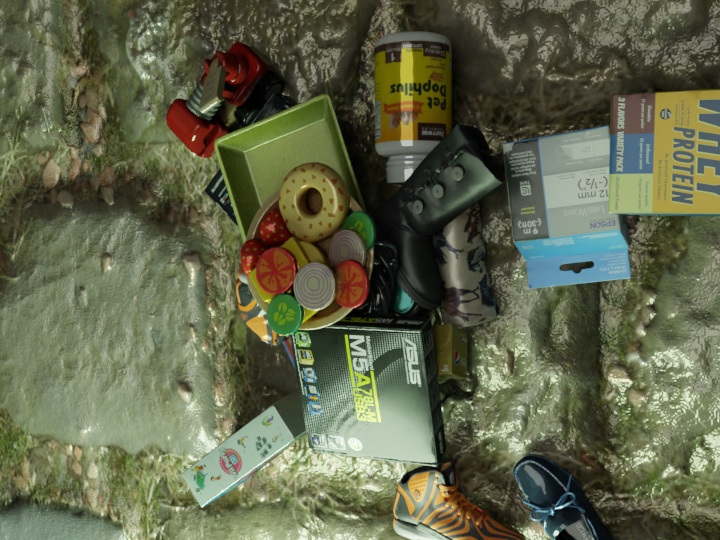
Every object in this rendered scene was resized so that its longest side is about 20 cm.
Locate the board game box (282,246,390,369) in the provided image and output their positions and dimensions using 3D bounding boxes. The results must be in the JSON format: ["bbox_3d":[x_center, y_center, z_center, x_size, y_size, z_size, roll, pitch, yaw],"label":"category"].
[{"bbox_3d":[-0.033,0.058,1.309,0.195,0.056,0.201,-30,81,22],"label":"board game box"}]

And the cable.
[{"bbox_3d":[-0.046,0.010,1.179,0.199,0.051,0.164,14,111,17],"label":"cable"}]

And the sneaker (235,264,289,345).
[{"bbox_3d":[-0.083,0.053,1.268,0.198,0.078,0.113,11,119,9],"label":"sneaker"}]

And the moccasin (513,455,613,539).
[{"bbox_3d":[0.284,0.335,1.180,0.200,0.068,0.081,46,109,15],"label":"moccasin"}]

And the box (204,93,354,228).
[{"bbox_3d":[-0.128,-0.145,1.344,0.159,0.046,0.200,44,109,15],"label":"box"}]

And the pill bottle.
[{"bbox_3d":[0.074,-0.223,1.216,0.108,0.109,0.202,0,94,23],"label":"pill bottle"}]

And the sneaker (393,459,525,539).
[{"bbox_3d":[0.139,0.335,1.231,0.199,0.077,0.113,8,97,23],"label":"sneaker"}]

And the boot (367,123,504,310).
[{"bbox_3d":[0.115,-0.068,1.141,0.200,0.066,0.165,-40,78,28],"label":"boot"}]

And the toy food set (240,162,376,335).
[{"bbox_3d":[-0.068,-0.021,1.118,0.200,0.049,0.199,-39,72,18],"label":"toy food set"}]

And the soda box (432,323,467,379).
[{"bbox_3d":[0.045,0.115,1.201,0.199,0.064,0.068,-4,75,26],"label":"soda box"}]

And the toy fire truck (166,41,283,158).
[{"bbox_3d":[-0.220,-0.249,1.294,0.129,0.200,0.176,46,109,15],"label":"toy fire truck"}]

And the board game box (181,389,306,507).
[{"bbox_3d":[-0.153,0.263,1.326,0.200,0.147,0.064,-38,81,21],"label":"board game box"}]

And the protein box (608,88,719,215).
[{"bbox_3d":[0.406,-0.132,1.026,0.197,0.200,0.136,2,94,23],"label":"protein box"}]

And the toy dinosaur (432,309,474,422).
[{"bbox_3d":[0.104,0.157,1.233,0.101,0.077,0.202,-9,103,3],"label":"toy dinosaur"}]

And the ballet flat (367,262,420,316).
[{"bbox_3d":[0.000,0.000,1.220,0.199,0.064,0.068,36,96,6],"label":"ballet flat"}]

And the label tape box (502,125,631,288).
[{"bbox_3d":[0.275,-0.081,1.161,0.142,0.066,0.202,-6,89,24],"label":"label tape box"}]

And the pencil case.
[{"bbox_3d":[0.142,-0.022,1.217,0.078,0.089,0.202,-9,89,52],"label":"pencil case"}]

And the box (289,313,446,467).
[{"bbox_3d":[0.010,0.156,1.156,0.192,0.047,0.202,3,113,27],"label":"box"}]

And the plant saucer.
[{"bbox_3d":[-0.095,-0.128,1.273,0.198,0.048,0.202,-18,89,21],"label":"plant saucer"}]
